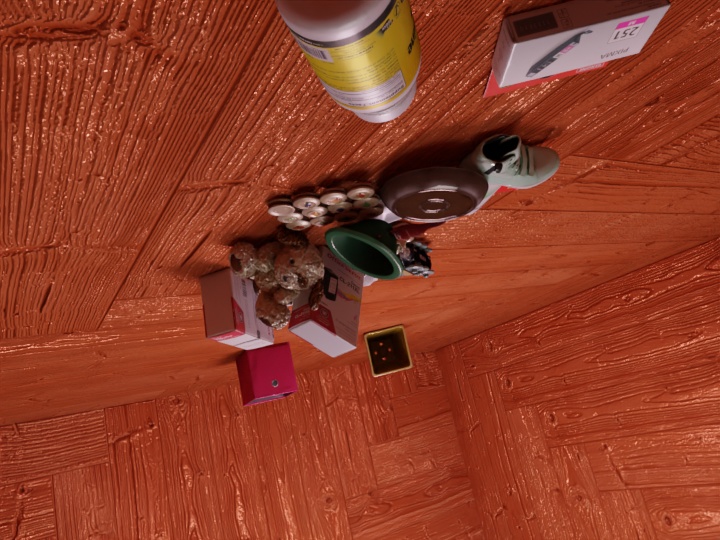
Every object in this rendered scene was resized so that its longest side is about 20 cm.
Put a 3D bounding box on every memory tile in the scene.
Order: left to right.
[{"bbox_3d":[-0.060,-0.113,1.051,0.195,0.017,0.153,-9,165,9],"label":"memory tile"}]

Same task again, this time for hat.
[{"bbox_3d":[0.044,-0.095,1.137,0.163,0.179,0.200,12,156,34],"label":"hat"}]

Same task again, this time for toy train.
[{"bbox_3d":[0.118,-0.027,1.463,0.111,0.087,0.199,-7,170,21],"label":"toy train"}]

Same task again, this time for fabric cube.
[{"bbox_3d":[-0.388,0.428,2.363,0.192,0.204,0.200,-5,163,-28],"label":"fabric cube"}]

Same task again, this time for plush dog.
[{"bbox_3d":[-0.148,0.000,1.187,0.169,0.203,0.161,-12,-158,33],"label":"plush dog"}]

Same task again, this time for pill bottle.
[{"bbox_3d":[0.000,-0.229,0.560,0.110,0.115,0.200,-17,165,11],"label":"pill bottle"}]

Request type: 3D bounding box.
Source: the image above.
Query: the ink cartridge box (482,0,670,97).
[{"bbox_3d":[0.270,-0.283,0.756,0.195,0.044,0.174,-14,163,-1],"label":"ink cartridge box"}]

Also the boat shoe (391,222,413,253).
[{"bbox_3d":[0.068,-0.064,1.274,0.071,0.066,0.199,-25,171,29],"label":"boat shoe"}]

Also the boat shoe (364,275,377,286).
[{"bbox_3d":[0.000,0.000,1.475,0.067,0.074,0.200,-11,174,-12],"label":"boat shoe"}]

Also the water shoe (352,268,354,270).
[{"bbox_3d":[-0.016,-0.034,1.299,0.070,0.081,0.200,-15,165,7],"label":"water shoe"}]

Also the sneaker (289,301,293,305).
[{"bbox_3d":[-0.187,0.058,1.451,0.082,0.083,0.199,-15,167,25],"label":"sneaker"}]

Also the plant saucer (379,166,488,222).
[{"bbox_3d":[0.132,-0.128,1.030,0.195,0.033,0.201,0,164,0],"label":"plant saucer"}]

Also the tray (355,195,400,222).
[{"bbox_3d":[0.094,-0.137,1.095,0.197,0.023,0.107,-16,158,32],"label":"tray"}]

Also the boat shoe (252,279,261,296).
[{"bbox_3d":[-0.166,0.020,1.354,0.198,0.077,0.071,-12,165,-47],"label":"boat shoe"}]

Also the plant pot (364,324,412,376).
[{"bbox_3d":[0.119,0.382,2.703,0.190,0.200,0.200,-12,171,-7],"label":"plant pot"}]

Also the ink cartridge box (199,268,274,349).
[{"bbox_3d":[-0.290,0.098,1.362,0.081,0.150,0.200,-15,161,12],"label":"ink cartridge box"}]

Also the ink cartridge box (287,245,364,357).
[{"bbox_3d":[-0.074,0.069,1.307,0.082,0.203,0.145,-26,133,37],"label":"ink cartridge box"}]

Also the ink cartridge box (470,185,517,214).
[{"bbox_3d":[0.271,-0.167,1.158,0.195,0.051,0.161,-8,164,-15],"label":"ink cartridge box"}]

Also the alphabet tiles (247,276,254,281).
[{"bbox_3d":[-0.196,0.011,1.433,0.197,0.008,0.166,-23,162,31],"label":"alphabet tiles"}]

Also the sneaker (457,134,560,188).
[{"bbox_3d":[0.281,-0.194,1.004,0.196,0.076,0.118,-8,170,-12],"label":"sneaker"}]
